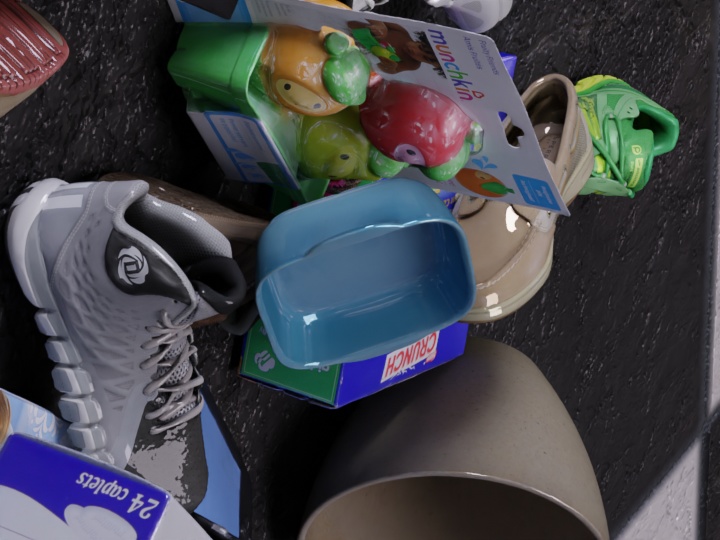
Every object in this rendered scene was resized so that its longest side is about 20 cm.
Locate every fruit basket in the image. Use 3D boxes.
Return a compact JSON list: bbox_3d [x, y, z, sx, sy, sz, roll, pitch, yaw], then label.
[{"bbox_3d":[0.001,-0.087,1.608,0.094,0.199,0.185,-62,153,-20],"label":"fruit basket"}]

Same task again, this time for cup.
[{"bbox_3d":[0.064,0.129,1.913,0.201,0.200,0.144,73,18,-49],"label":"cup"}]

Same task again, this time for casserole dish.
[{"bbox_3d":[0.000,0.000,1.646,0.200,0.121,0.039,74,-1,-68],"label":"casserole dish"}]

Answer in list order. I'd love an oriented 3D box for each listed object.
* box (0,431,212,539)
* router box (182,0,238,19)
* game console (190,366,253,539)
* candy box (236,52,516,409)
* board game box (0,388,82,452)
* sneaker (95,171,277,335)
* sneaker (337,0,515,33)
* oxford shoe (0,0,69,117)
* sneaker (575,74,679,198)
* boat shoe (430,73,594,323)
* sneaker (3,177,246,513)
[{"bbox_3d":[-0.153,0.215,1.520,0.200,0.105,0.184,-64,155,-16],"label":"box"},{"bbox_3d":[-0.105,-0.224,1.434,0.200,0.052,0.158,19,97,-55],"label":"router box"},{"bbox_3d":[-0.045,0.152,1.688,0.200,0.116,0.176,70,18,-58],"label":"game console"},{"bbox_3d":[0.012,-0.033,1.801,0.169,0.077,0.201,-20,123,-59],"label":"candy box"},{"bbox_3d":[-0.215,0.157,1.528,0.201,0.043,0.199,-68,155,-6],"label":"board game box"},{"bbox_3d":[-0.091,-0.003,1.635,0.200,0.070,0.076,13,101,-62],"label":"sneaker"},{"bbox_3d":[0.014,-0.177,1.737,0.115,0.076,0.201,-54,142,-13],"label":"sneaker"},{"bbox_3d":[-0.211,-0.080,1.383,0.200,0.070,0.075,-28,157,-56],"label":"oxford shoe"},{"bbox_3d":[0.156,-0.086,2.033,0.200,0.083,0.074,-32,134,-51],"label":"sneaker"},{"bbox_3d":[0.089,-0.044,1.783,0.200,0.072,0.065,-57,147,-45],"label":"boat shoe"},{"bbox_3d":[-0.100,0.041,1.525,0.075,0.115,0.200,-49,123,-47],"label":"sneaker"}]
